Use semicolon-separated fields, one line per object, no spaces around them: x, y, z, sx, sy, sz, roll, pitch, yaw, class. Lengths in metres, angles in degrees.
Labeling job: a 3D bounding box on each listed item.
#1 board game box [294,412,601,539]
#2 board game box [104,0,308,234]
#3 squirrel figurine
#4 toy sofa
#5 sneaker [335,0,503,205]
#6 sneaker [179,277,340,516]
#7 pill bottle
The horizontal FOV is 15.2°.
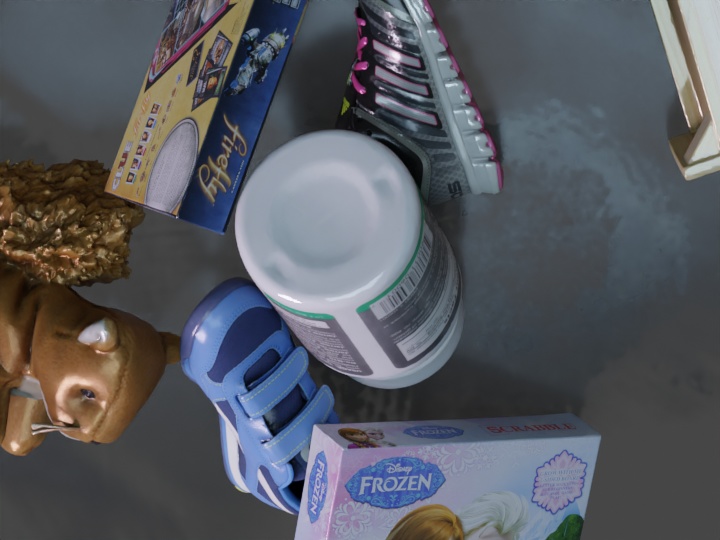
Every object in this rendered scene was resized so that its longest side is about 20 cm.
0.048;0.194;1.744;0.199;0.041;0.200;-1;110;-31;board game box
-0.086;-0.128;1.627;0.035;0.135;0.201;20;90;-25;board game box
-0.202;0.019;1.688;0.186;0.141;0.201;7;80;33;squirrel figurine
0.214;-0.165;1.654;0.097;0.083;0.201;-18;105;3;toy sofa
0.016;-0.122;1.682;0.087;0.074;0.200;-25;109;4;sneaker
-0.054;0.083;1.705;0.074;0.082;0.200;-41;140;-18;sneaker
0.000;0.000;1.647;0.113;0.200;0.113;-4;70;11;pill bottle
